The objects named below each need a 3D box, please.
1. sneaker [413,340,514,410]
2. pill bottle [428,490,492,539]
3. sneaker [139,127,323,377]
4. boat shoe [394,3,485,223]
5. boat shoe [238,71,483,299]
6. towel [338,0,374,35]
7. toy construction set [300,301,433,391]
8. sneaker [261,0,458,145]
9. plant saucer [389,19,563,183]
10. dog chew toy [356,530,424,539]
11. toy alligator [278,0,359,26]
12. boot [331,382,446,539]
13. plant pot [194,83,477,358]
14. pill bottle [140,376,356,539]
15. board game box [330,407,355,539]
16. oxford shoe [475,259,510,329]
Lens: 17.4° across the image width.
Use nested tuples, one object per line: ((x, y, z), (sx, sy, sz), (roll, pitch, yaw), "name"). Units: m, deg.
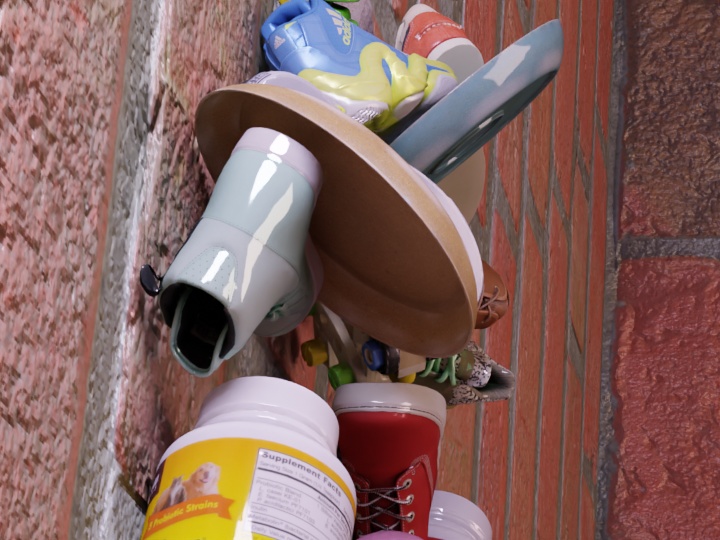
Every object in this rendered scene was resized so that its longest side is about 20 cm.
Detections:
((0.053, 0.061, 1.751), (0.200, 0.089, 0.077), (22, 76, -57), "sneaker")
((0.044, 0.261, 1.732), (0.200, 0.112, 0.112), (-76, 162, -49), "pill bottle")
((-0.076, 0.014, 1.300), (0.118, 0.074, 0.200), (-59, 170, -24), "sneaker")
((0.049, -0.098, 1.721), (0.063, 0.071, 0.200), (49, -33, 41), "boat shoe")
((-0.004, -0.046, 1.411), (0.200, 0.057, 0.069), (46, 75, -21), "boat shoe")
((-0.006, -0.092, 1.689), (0.133, 0.034, 0.200), (-74, 160, -57), "towel")
((0.000, 0.000, 1.517), (0.131, 0.092, 0.200), (52, -16, 40), "toy construction set")
((-0.002, -0.135, 1.513), (0.105, 0.076, 0.200), (54, 16, 6), "sneaker")
((0.065, -0.094, 1.584), (0.027, 0.200, 0.200), (50, 12, 4), "plant saucer")
((0.027, 0.220, 1.438), (0.200, 0.124, 0.125), (70, 23, -59), "dog chew toy")
((-0.023, -0.179, 1.555), (0.059, 0.054, 0.200), (-44, 133, -74), "toy alligator")
((0.018, 0.159, 1.547), (0.200, 0.072, 0.144), (70, 23, -68), "boot")
((-0.009, -0.032, 1.305), (0.027, 0.200, 0.200), (-46, 149, -21), "plant pot")
((-0.062, 0.155, 1.219), (0.109, 0.109, 0.200), (77, 17, -46), "pill bottle")
((-0.025, 0.209, 1.586), (0.135, 0.035, 0.200), (65, 27, -64), "board game box")
((0.069, 0.011, 1.677), (0.071, 0.071, 0.200), (-68, 166, 7), "oxford shoe")
